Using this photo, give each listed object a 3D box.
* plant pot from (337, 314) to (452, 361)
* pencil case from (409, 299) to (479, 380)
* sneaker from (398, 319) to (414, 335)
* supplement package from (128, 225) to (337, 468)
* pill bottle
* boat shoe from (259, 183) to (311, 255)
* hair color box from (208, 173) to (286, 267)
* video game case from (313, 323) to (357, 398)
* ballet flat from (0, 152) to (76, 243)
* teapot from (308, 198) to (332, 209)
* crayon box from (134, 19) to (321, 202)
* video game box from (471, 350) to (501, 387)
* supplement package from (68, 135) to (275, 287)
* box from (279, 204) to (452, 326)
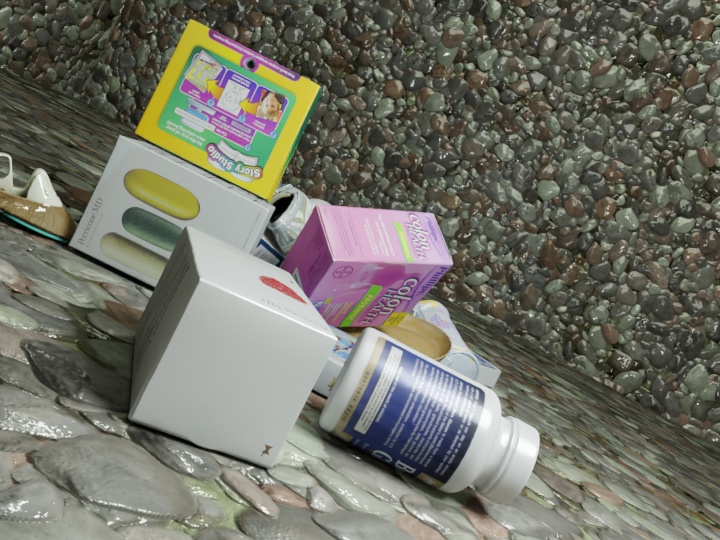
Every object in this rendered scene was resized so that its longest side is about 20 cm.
[{"bbox_3d":[0.043,0.109,1.085,0.198,0.028,0.200,9,18,-3],"label":"plant pot"},{"bbox_3d":[0.137,0.127,1.192,0.091,0.083,0.200,60,3,-27],"label":"pencil case"},{"bbox_3d":[0.042,0.106,1.236,0.086,0.081,0.200,-11,27,-8],"label":"sneaker"},{"bbox_3d":[-0.117,0.055,0.601,0.121,0.120,0.200,26,6,-22],"label":"supplement package"},{"bbox_3d":[0.069,0.149,0.687,0.199,0.112,0.111,27,5,0],"label":"pill bottle"},{"bbox_3d":[-0.122,-0.095,1.099,0.065,0.074,0.202,53,10,-30],"label":"boat shoe"},{"bbox_3d":[-0.188,-0.074,1.102,0.100,0.060,0.200,45,9,-45],"label":"hair color box"},{"bbox_3d":[-0.036,0.111,0.879,0.180,0.046,0.200,29,5,0],"label":"video game case"},{"bbox_3d":[-0.418,-0.098,0.820,0.199,0.073,0.068,25,5,-30],"label":"ballet flat"},{"bbox_3d":[-0.091,-0.020,1.230,0.146,0.199,0.198,52,-28,17],"label":"teapot"},{"bbox_3d":[-0.179,-0.217,0.961,0.199,0.174,0.058,27,1,-3],"label":"crayon box"},{"bbox_3d":[0.158,0.158,1.390,0.199,0.047,0.182,22,5,-44],"label":"video game box"},{"bbox_3d":[-0.236,-0.059,0.910,0.199,0.153,0.151,26,4,-7],"label":"supplement package"},{"bbox_3d":[0.000,0.000,1.024,0.199,0.176,0.097,1,55,-31],"label":"box"}]
